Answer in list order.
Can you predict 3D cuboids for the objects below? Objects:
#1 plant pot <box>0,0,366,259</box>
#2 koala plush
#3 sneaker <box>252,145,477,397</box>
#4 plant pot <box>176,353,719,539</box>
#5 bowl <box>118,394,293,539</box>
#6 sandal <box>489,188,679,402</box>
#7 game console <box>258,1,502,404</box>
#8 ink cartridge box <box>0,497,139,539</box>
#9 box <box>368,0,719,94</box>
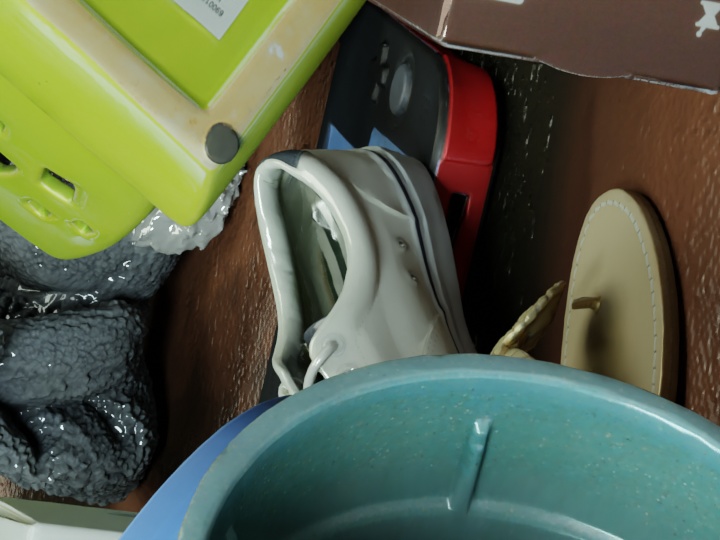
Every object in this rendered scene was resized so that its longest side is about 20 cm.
[{"bbox_3d":[-0.106,-0.135,1.236,0.199,0.200,0.181,-54,23,-15],"label":"plant pot"},{"bbox_3d":[-0.144,-0.005,1.463,0.200,0.184,0.177,-59,30,0],"label":"koala plush"},{"bbox_3d":[0.005,0.046,1.064,0.073,0.071,0.200,-45,52,42],"label":"sneaker"},{"bbox_3d":[0.029,0.163,0.840,0.201,0.200,0.196,-102,20,-44],"label":"plant pot"},{"bbox_3d":[-0.043,0.137,0.936,0.201,0.039,0.201,-49,-26,-34],"label":"bowl"},{"bbox_3d":[0.054,0.069,0.962,0.078,0.069,0.212,148,128,-65],"label":"sandal"},{"bbox_3d":[0.000,0.000,1.200,0.177,0.031,0.201,-137,59,-66],"label":"game console"},{"bbox_3d":[-0.088,0.198,1.188,0.083,0.146,0.201,-178,96,-69],"label":"ink cartridge box"},{"bbox_3d":[0.047,-0.120,1.017,0.200,0.100,0.075,-135,56,-66],"label":"box"}]
